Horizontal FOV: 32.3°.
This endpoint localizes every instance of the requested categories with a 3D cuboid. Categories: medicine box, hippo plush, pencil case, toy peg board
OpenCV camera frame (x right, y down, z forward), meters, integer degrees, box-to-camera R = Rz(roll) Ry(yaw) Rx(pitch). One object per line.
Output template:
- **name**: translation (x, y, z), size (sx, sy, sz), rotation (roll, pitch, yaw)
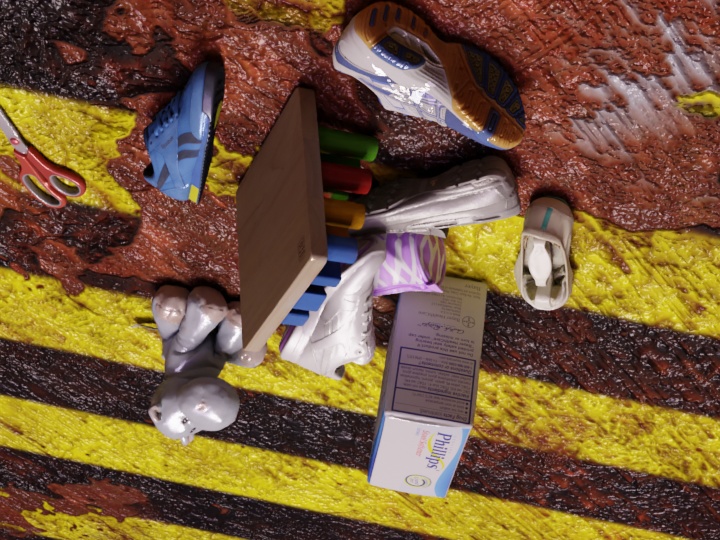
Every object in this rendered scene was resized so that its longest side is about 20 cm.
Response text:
- **medicine box**: translation (0.078, 0.135, 1.473), size (0.102, 0.201, 0.183), rotation (10, 145, 0)
- **hippo plush**: translation (-0.222, 0.123, 1.572), size (0.199, 0.162, 0.160), rotation (-7, 141, 24)
- **pencil case**: translation (0.000, 0.000, 1.409), size (0.199, 0.086, 0.084), rotation (-14, 143, 30)
- **toy peg board**: translation (-0.049, -0.044, 1.282), size (0.097, 0.200, 0.200), rotation (7, 148, -22)

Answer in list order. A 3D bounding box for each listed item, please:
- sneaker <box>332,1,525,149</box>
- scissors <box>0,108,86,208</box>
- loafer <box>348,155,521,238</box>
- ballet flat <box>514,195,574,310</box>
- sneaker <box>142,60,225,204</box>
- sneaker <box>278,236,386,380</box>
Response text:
- **sneaker**: translation (0.065, -0.176, 1.174), size (0.199, 0.076, 0.088), rotation (34, 151, -18)
- **scissors**: translation (-0.384, -0.136, 1.387), size (0.073, 0.014, 0.200), rotation (-10, 141, 30)
- **loafer**: translation (0.072, -0.062, 1.313), size (0.199, 0.070, 0.070), rotation (-11, 122, 27)
- **ballet flat**: translation (0.201, 0.001, 1.372), size (0.069, 0.070, 0.201), rotation (3, 144, 12)
- **sneaker**: translation (-0.187, -0.143, 1.280), size (0.078, 0.066, 0.200), rotation (18, 144, -4)
- **sneaker**: translation (-0.010, 0.042, 1.357), size (0.099, 0.075, 0.200), rotation (31, 129, -4)
